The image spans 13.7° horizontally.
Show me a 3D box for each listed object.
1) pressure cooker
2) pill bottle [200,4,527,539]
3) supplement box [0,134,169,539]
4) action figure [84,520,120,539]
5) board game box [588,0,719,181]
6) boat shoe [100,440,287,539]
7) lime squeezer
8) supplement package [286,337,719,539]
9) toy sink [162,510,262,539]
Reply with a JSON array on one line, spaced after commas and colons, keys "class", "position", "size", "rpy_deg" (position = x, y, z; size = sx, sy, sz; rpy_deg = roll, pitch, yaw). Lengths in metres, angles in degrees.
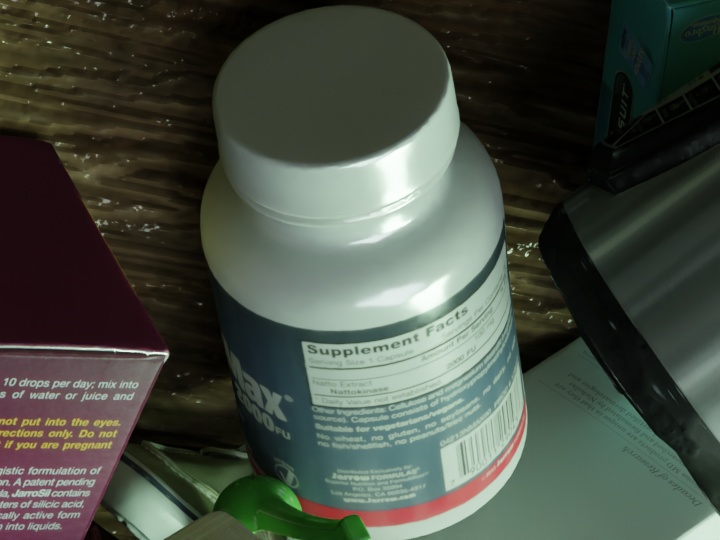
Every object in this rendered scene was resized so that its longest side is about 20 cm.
[{"class": "pressure cooker", "position": [0.192, -0.006, 1.169], "size": [0.200, 0.176, 0.179], "rpy_deg": [-36, 141, 9]}, {"class": "pill bottle", "position": [0.000, 0.000, 1.170], "size": [0.119, 0.120, 0.200], "rpy_deg": [-22, 136, -12]}, {"class": "supplement box", "position": [-0.170, 0.063, 1.118], "size": [0.103, 0.131, 0.200], "rpy_deg": [4, 128, -34]}, {"class": "action figure", "position": [-0.099, 0.171, 1.240], "size": [0.148, 0.134, 0.200], "rpy_deg": [3, 147, -12]}, {"class": "board game box", "position": [0.174, -0.059, 1.274], "size": [0.150, 0.047, 0.201], "rpy_deg": [-14, 135, -19]}, {"class": "boat shoe", "position": [-0.048, 0.105, 1.288], "size": [0.062, 0.072, 0.200], "rpy_deg": [-54, 145, 1]}, {"class": "lime squeezer", "position": [-0.037, 0.125, 1.196], "size": [0.038, 0.071, 0.200], "rpy_deg": [-30, 159, -33]}, {"class": "supplement package", "position": [0.072, 0.135, 1.297], "size": [0.200, 0.117, 0.117], "rpy_deg": [-30, 143, -36]}, {"class": "toy sink", "position": [-0.091, 0.206, 1.112], "size": [0.200, 0.112, 0.131], "rpy_deg": [-29, 137, -34]}]
